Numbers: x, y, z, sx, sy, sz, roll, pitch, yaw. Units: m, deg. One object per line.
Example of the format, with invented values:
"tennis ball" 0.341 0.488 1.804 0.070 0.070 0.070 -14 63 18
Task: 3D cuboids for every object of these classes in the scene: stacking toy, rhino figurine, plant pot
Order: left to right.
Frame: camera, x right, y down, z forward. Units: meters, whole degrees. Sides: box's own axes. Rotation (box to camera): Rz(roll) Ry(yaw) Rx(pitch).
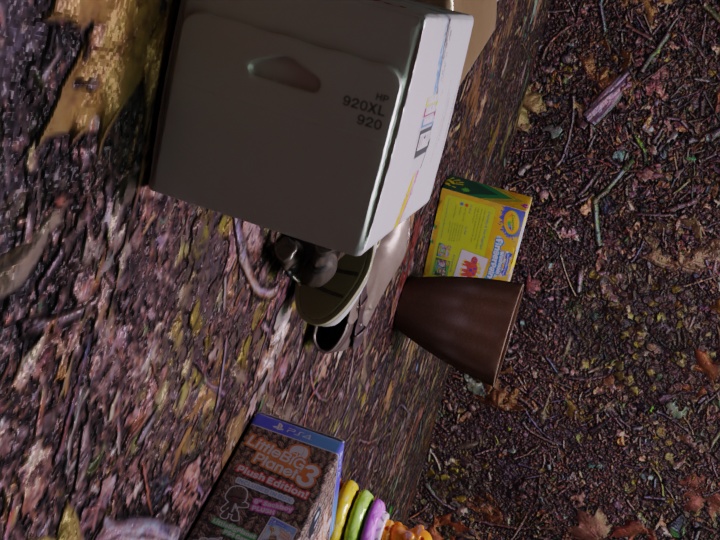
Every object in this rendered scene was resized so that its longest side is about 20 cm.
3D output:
"rhino figurine" -0.017 -0.071 0.962 0.201 0.060 0.088 -61 171 -21
"stacking toy" -0.006 0.306 1.249 0.110 0.199 0.116 92 17 -52
"plant pot" 0.168 0.087 1.800 0.187 0.199 0.188 16 90 -79

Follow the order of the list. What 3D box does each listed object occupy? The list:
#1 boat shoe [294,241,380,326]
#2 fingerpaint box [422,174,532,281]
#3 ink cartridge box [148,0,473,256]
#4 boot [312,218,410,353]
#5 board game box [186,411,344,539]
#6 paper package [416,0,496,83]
"boat shoe" -0.010 -0.033 1.058 0.068 0.074 0.201 58 51 -73
"fingerpaint box" 0.222 -0.062 1.945 0.073 0.166 0.201 -56 159 -57
"ink cartridge box" -0.024 -0.115 0.672 0.200 0.146 0.146 -40 146 -70
"boot" 0.000 0.000 1.178 0.146 0.070 0.201 -41 146 -67
"board game box" -0.099 0.275 1.006 0.200 0.096 0.160 -62 165 -45
"paper package" 0.056 -0.273 0.901 0.200 0.103 0.192 -59 152 -53
